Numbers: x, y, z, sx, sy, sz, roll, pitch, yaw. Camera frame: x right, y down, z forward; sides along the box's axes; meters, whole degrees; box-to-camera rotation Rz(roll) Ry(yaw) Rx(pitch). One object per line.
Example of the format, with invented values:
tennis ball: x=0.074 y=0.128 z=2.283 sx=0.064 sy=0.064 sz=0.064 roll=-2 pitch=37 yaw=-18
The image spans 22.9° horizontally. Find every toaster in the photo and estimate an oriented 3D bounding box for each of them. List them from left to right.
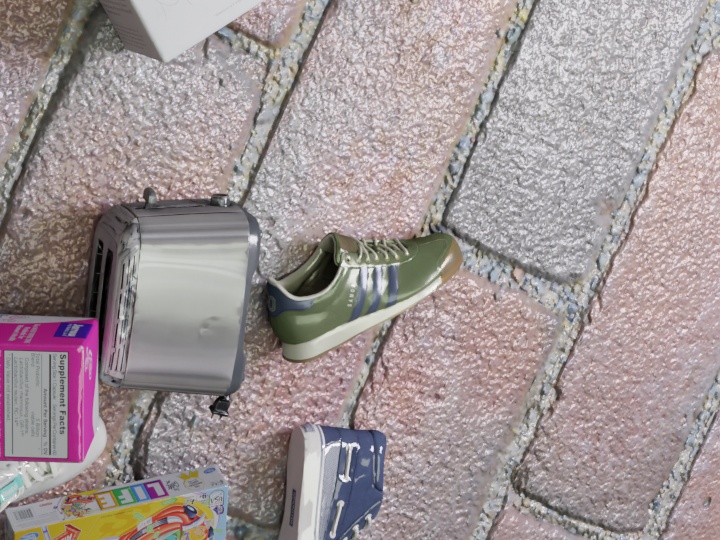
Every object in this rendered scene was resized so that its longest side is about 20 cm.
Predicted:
toaster: x=-0.168 y=0.029 z=1.554 sx=0.128 sy=0.114 sz=0.202 roll=3 pitch=104 yaw=-22

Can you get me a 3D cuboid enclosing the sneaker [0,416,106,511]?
sneaker: x=-0.305 y=0.178 z=1.532 sx=0.198 sy=0.088 sz=0.076 roll=-19 pitch=108 yaw=-21

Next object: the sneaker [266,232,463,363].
sneaker: x=0.000 y=0.000 z=1.649 sx=0.199 sy=0.067 sz=0.090 roll=-30 pitch=118 yaw=-13

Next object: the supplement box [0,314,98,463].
supplement box: x=-0.318 y=0.095 z=1.461 sx=0.198 sy=0.101 sz=0.105 roll=3 pitch=102 yaw=-3

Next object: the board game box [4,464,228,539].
board game box: x=-0.219 y=0.256 z=1.600 sx=0.198 sy=0.034 sz=0.136 roll=-10 pitch=125 yaw=-23

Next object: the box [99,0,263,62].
box: x=-0.165 y=-0.301 z=1.480 sx=0.152 sy=0.106 sz=0.201 roll=-34 pitch=114 yaw=-15

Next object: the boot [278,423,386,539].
boot: x=-0.026 y=0.248 z=1.690 sx=0.089 sy=0.073 sz=0.202 roll=4 pitch=99 yaw=-20
